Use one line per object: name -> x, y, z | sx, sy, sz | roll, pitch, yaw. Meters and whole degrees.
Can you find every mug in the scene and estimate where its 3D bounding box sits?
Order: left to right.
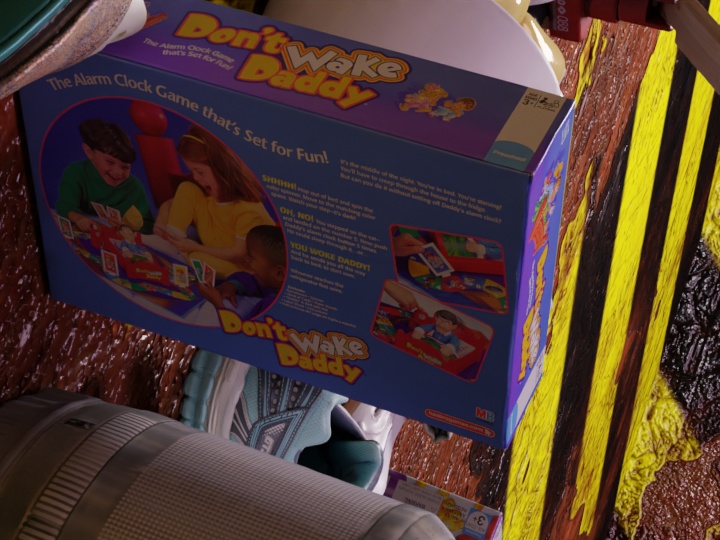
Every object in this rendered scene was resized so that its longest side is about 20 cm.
mug -> -0.001, -0.043, 0.758 | 0.153, 0.149, 0.187 | -59, 153, -16

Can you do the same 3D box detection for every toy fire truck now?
toy fire truck -> 0.174, -0.200, 1.029 | 0.176, 0.199, 0.129 | 76, 35, -59

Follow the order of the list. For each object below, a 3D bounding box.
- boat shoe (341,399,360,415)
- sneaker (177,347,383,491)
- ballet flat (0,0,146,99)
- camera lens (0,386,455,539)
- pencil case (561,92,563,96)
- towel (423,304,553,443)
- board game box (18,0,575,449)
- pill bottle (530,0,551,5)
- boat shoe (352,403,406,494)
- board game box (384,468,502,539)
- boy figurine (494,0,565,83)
boat shoe -> 0.000, 0.000, 0.881 | 0.070, 0.070, 0.200 | 38, 78, -50
sneaker -> -0.031, 0.110, 0.808 | 0.200, 0.086, 0.078 | 74, 32, -55
ballet flat -> -0.086, -0.120, 0.535 | 0.200, 0.068, 0.067 | -64, 156, -22
camera lens -> -0.066, 0.148, 0.632 | 0.160, 0.199, 0.160 | 17, 90, -73
pencil case -> 0.080, -0.036, 0.950 | 0.086, 0.084, 0.201 | 106, -8, -58
towel -> 0.066, -0.014, 1.028 | 0.200, 0.034, 0.193 | -48, 124, -52
board game box -> -0.027, -0.023, 0.590 | 0.045, 0.199, 0.135 | -56, 157, -43
pill bottle -> 0.071, -0.222, 0.831 | 0.200, 0.119, 0.120 | 23, 85, -73
boat shoe -> -0.013, 0.085, 0.975 | 0.065, 0.073, 0.200 | 63, 32, -28
board game box -> 0.019, 0.258, 1.141 | 0.103, 0.105, 0.200 | 79, 32, -69
boy figurine -> 0.050, -0.130, 0.840 | 0.200, 0.124, 0.065 | 65, 48, -80
